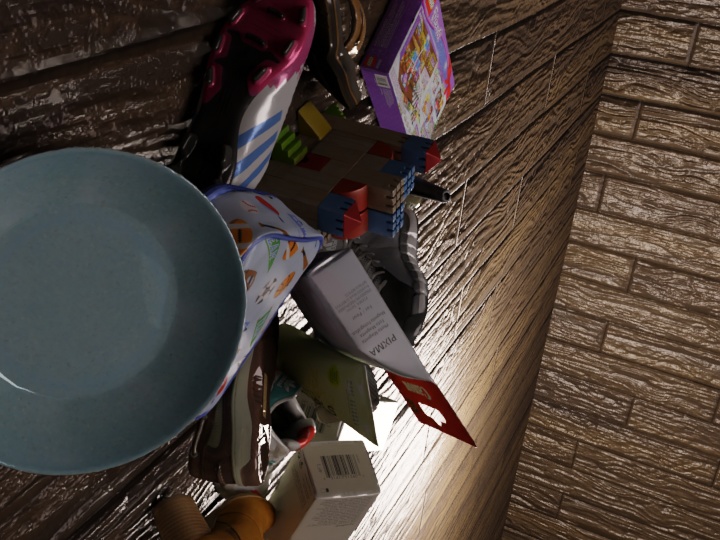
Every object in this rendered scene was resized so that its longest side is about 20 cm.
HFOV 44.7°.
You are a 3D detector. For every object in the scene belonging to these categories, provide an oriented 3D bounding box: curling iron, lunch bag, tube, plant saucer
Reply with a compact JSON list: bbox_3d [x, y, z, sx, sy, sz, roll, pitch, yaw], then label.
[{"bbox_3d":[0.040,-0.088,0.912,0.026,0.200,0.050,-38,112,-17],"label":"curling iron"},{"bbox_3d":[-0.117,0.033,0.662,0.200,0.075,0.160,-54,168,10],"label":"lunch bag"},{"bbox_3d":[-0.038,0.097,0.830,0.058,0.200,0.052,38,82,-30],"label":"tube"},{"bbox_3d":[-0.169,0.024,0.533,0.200,0.039,0.202,-8,108,-26],"label":"plant saucer"}]

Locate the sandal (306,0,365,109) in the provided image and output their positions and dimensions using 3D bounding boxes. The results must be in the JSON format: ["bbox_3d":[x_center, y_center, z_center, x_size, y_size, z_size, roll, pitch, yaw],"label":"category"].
[{"bbox_3d":[-0.021,-0.211,0.762,0.055,0.082,0.200,-39,156,-5],"label":"sandal"}]

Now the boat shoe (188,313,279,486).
[{"bbox_3d":[-0.117,0.088,0.775,0.075,0.074,0.203,79,11,-57],"label":"boat shoe"}]

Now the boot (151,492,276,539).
[{"bbox_3d":[-0.113,0.288,0.829,0.071,0.144,0.201,-39,153,8],"label":"boot"}]

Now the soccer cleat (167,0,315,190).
[{"bbox_3d":[-0.092,-0.128,0.692,0.201,0.070,0.086,-65,167,-7],"label":"soccer cleat"}]

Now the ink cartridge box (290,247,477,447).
[{"bbox_3d":[0.008,0.075,0.783,0.057,0.201,0.162,-30,-174,-13],"label":"ink cartridge box"}]

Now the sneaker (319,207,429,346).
[{"bbox_3d":[0.000,0.000,0.864,0.201,0.115,0.075,-93,-158,-53],"label":"sneaker"}]

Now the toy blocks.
[{"bbox_3d":[-0.011,-0.080,0.826,0.200,0.136,0.100,-52,151,-44],"label":"toy blocks"}]

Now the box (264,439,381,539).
[{"bbox_3d":[-0.056,0.269,0.951,0.082,0.069,0.200,4,134,-29],"label":"box"}]

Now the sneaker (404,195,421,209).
[{"bbox_3d":[0.024,-0.024,1.006,0.077,0.089,0.200,-36,-174,45],"label":"sneaker"}]

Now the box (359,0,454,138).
[{"bbox_3d":[0.061,-0.231,1.039,0.137,0.039,0.200,-66,159,-19],"label":"box"}]

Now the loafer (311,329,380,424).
[{"bbox_3d":[-0.033,0.085,0.937,0.075,0.069,0.200,50,15,-30],"label":"loafer"}]

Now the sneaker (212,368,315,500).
[{"bbox_3d":[-0.094,0.174,0.871,0.070,0.093,0.201,-48,148,-48],"label":"sneaker"}]

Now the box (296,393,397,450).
[{"bbox_3d":[-0.025,0.175,1.053,0.200,0.082,0.069,28,79,-68],"label":"box"}]
